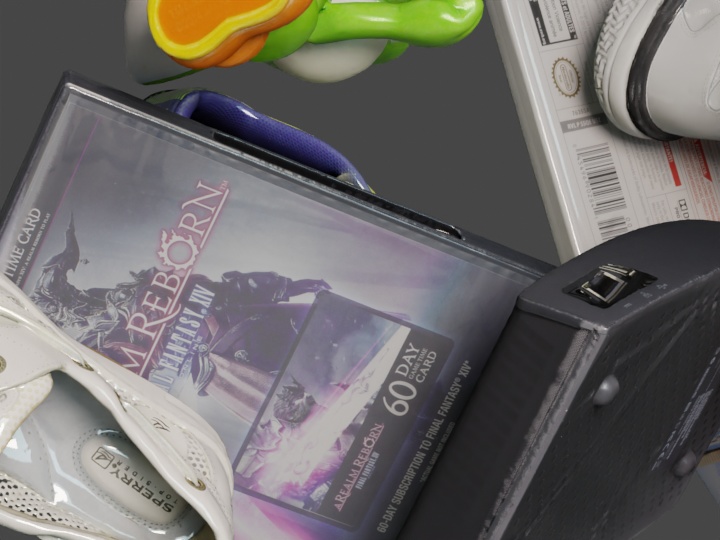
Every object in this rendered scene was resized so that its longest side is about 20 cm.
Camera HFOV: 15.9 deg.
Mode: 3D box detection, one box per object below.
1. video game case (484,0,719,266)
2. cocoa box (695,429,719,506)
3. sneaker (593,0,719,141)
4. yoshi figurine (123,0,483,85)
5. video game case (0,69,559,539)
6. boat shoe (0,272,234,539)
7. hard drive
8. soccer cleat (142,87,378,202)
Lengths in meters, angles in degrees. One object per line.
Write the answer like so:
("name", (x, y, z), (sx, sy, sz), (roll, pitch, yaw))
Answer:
("video game case", (0.152, -0.080, 1.033), (0.199, 0.018, 0.144), (-13, 83, -24))
("cocoa box", (0.248, 0.106, 0.967), (0.133, 0.131, 0.201), (-35, 92, -24))
("sneaker", (0.180, -0.125, 0.963), (0.201, 0.115, 0.075), (-58, 137, -8))
("yoshi figurine", (-0.012, -0.115, 0.883), (0.111, 0.200, 0.113), (5, 92, 21))
("video game case", (-0.038, 0.031, 0.887), (0.199, 0.019, 0.143), (21, 110, -17))
("boat shoe", (-0.122, 0.041, 0.828), (0.199, 0.069, 0.071), (28, 99, -20))
("hard drive", (0.085, 0.046, 0.885), (0.042, 0.135, 0.200), (34, 23, 20))
("soccer cleat", (-0.001, 0.001, 0.916), (0.199, 0.084, 0.065), (30, 65, -13))
